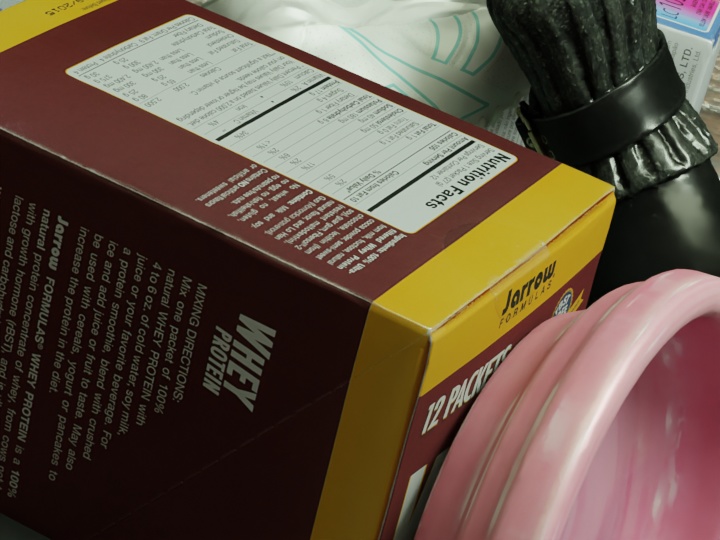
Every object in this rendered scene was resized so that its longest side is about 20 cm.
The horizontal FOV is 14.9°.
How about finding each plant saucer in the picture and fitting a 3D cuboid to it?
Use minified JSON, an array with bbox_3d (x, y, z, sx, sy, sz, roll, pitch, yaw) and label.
[{"bbox_3d":[0.064,0.093,0.853,0.051,0.201,0.201,17,27,24],"label":"plant saucer"}]

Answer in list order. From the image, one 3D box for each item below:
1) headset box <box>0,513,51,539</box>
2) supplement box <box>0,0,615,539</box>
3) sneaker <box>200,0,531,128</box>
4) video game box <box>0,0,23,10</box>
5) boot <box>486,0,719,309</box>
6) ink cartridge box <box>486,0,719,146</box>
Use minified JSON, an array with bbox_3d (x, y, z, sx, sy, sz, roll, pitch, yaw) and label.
[{"bbox_3d":[-0.139,0.150,0.780,0.149,0.077,0.200,25,28,19],"label":"headset box"},{"bbox_3d":[-0.053,0.040,0.892,0.200,0.197,0.133,25,30,20],"label":"supplement box"},{"bbox_3d":[0.023,-0.074,1.109,0.200,0.080,0.070,-5,-9,-38],"label":"sneaker"},{"bbox_3d":[-0.169,-0.159,1.180,0.182,0.047,0.200,-5,39,-1],"label":"video game box"},{"bbox_3d":[0.105,-0.038,1.029,0.079,0.158,0.211,-15,24,-6],"label":"boot"},{"bbox_3d":[0.052,-0.086,1.234,0.200,0.136,0.076,18,26,7],"label":"ink cartridge box"}]
